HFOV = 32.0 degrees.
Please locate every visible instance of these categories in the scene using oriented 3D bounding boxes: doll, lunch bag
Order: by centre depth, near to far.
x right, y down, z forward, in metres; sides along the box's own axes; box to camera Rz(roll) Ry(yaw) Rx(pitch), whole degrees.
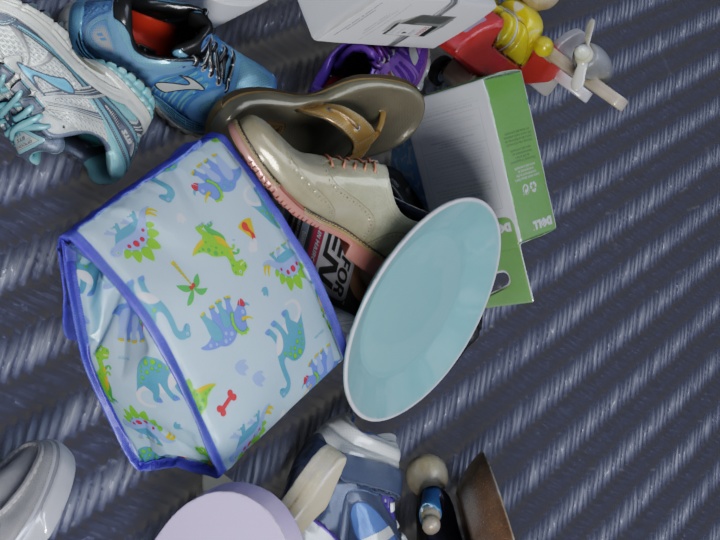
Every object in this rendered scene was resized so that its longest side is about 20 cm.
[{"bbox_3d":[-0.124,0.023,0.928,0.170,0.126,0.203,-43,121,-44],"label":"lunch bag"},{"bbox_3d":[0.075,0.255,1.100,0.137,0.048,0.202,76,-1,-58],"label":"doll"}]

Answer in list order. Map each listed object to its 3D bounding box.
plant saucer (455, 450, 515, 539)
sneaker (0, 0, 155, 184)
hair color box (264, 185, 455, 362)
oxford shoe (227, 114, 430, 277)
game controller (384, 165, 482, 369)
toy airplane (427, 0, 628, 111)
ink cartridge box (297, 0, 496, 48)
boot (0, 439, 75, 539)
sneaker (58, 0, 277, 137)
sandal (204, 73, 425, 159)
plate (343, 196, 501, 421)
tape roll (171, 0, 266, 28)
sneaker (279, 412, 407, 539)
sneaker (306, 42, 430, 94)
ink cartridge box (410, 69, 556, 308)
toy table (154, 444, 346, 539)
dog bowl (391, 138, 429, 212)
[{"bbox_3d":[0.120,0.265,1.123,0.200,0.036,0.204,165,-89,-88],"label":"plant saucer"},{"bbox_3d":[-0.232,-0.127,0.891,0.199,0.077,0.088,28,64,-39],"label":"sneaker"},{"bbox_3d":[0.000,0.000,1.088,0.198,0.060,0.101,27,70,-32],"label":"hair color box"},{"bbox_3d":[-0.020,-0.070,0.988,0.199,0.074,0.071,36,16,-35],"label":"oxford shoe"},{"bbox_3d":[0.046,0.003,1.185,0.104,0.042,0.201,-43,111,-28],"label":"game controller"},{"bbox_3d":[0.170,-0.236,1.254,0.197,0.143,0.200,19,28,-6],"label":"toy airplane"},{"bbox_3d":[0.018,-0.278,1.082,0.199,0.082,0.149,-13,79,-56],"label":"ink cartridge box"},{"bbox_3d":[-0.262,0.164,0.780,0.096,0.073,0.201,55,47,-30],"label":"boot"},{"bbox_3d":[-0.136,-0.163,0.989,0.198,0.089,0.080,15,69,-45],"label":"sneaker"},{"bbox_3d":[-0.032,-0.115,1.041,0.197,0.081,0.054,-7,43,-29],"label":"sandal"},{"bbox_3d":[0.046,0.029,1.023,0.199,0.025,0.202,-37,144,-34],"label":"plate"},{"bbox_3d":[-0.143,-0.304,1.035,0.201,0.070,0.206,14,70,-44],"label":"tape roll"},{"bbox_3d":[0.019,0.214,1.061,0.200,0.080,0.147,46,54,-21],"label":"sneaker"},{"bbox_3d":[0.011,-0.183,1.138,0.080,0.084,0.201,29,50,7],"label":"sneaker"},{"bbox_3d":[0.115,-0.071,1.149,0.059,0.103,0.203,-18,97,-43],"label":"ink cartridge box"},{"bbox_3d":[-0.076,0.223,0.906,0.184,0.201,0.117,44,30,14],"label":"toy table"},{"bbox_3d":[0.105,-0.109,1.262,0.198,0.049,0.113,-15,90,-47],"label":"dog bowl"}]
